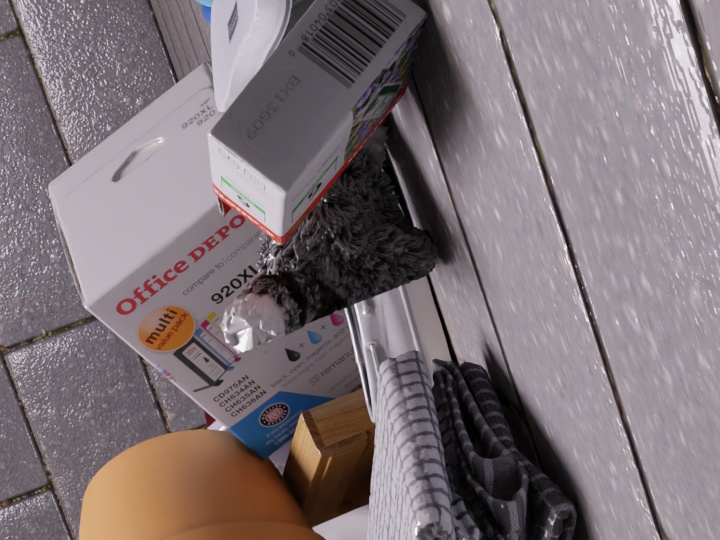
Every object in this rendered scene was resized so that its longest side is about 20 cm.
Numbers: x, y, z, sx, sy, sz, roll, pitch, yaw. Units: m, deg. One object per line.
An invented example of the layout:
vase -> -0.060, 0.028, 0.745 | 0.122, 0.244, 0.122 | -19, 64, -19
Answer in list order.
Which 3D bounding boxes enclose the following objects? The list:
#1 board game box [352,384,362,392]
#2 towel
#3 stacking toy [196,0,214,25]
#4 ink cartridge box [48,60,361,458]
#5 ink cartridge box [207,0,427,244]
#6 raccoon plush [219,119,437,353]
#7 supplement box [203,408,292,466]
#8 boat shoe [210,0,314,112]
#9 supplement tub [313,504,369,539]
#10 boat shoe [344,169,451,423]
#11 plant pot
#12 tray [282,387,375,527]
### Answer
board game box -> -0.021, 0.005, 1.439 | 0.103, 0.019, 0.201 | -109, 8, -70
towel -> 0.053, 0.163, 0.996 | 0.166, 0.085, 0.201 | -106, 17, -62
stacking toy -> -0.058, -0.157, 1.173 | 0.200, 0.085, 0.085 | 66, 177, -36
ink cartridge box -> -0.088, -0.006, 1.247 | 0.200, 0.147, 0.145 | 45, -169, -39
ink cartridge box -> -0.024, -0.073, 0.917 | 0.050, 0.109, 0.200 | 38, 171, 4
raccoon plush -> -0.028, -0.044, 1.013 | 0.200, 0.096, 0.135 | -28, -82, -74
supplement box -> -0.077, 0.051, 1.430 | 0.109, 0.061, 0.201 | 24, -143, -39
boat shoe -> -0.050, -0.138, 1.053 | 0.200, 0.056, 0.069 | 142, 125, -74
supplement tub -> 0.022, 0.297, 1.468 | 0.200, 0.145, 0.146 | 59, -177, -43
boat shoe -> 0.000, 0.000, 1.146 | 0.072, 0.068, 0.201 | -132, 22, -73
plant pot -> -0.113, 0.205, 1.268 | 0.200, 0.199, 0.140 | 78, 173, -53
tray -> -0.001, 0.130, 1.290 | 0.200, 0.098, 0.037 | 109, 138, -67
